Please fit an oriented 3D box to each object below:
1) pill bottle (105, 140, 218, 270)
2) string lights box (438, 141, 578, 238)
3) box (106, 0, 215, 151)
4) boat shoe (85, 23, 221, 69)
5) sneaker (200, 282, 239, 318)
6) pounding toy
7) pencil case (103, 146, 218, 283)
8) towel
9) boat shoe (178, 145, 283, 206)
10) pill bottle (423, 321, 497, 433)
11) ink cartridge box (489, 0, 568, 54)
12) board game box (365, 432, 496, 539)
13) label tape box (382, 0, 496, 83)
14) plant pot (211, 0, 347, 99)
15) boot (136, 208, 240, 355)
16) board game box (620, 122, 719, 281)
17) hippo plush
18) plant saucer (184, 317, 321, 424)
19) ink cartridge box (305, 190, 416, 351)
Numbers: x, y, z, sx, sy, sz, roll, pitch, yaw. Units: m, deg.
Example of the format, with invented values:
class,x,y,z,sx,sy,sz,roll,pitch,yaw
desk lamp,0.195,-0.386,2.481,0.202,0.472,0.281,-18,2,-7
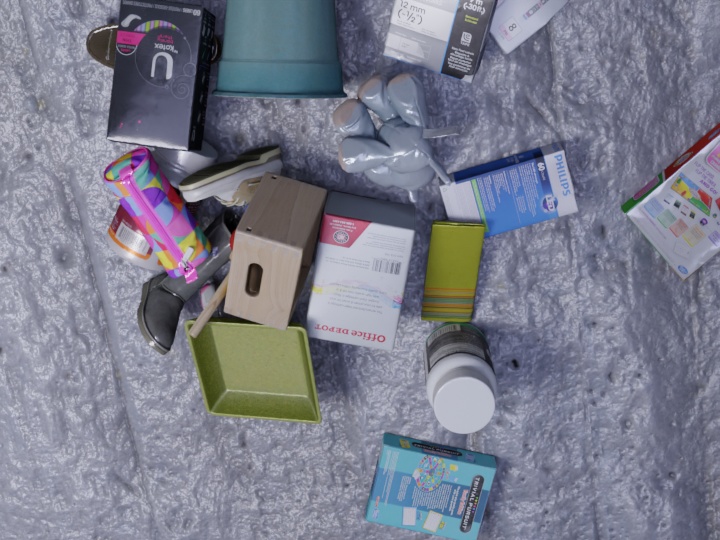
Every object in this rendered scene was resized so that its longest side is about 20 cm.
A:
class,x,y,z,sx,sy,sz,roll,pitch,yaw
pill bottle,-0.306,-0.113,1.634,0.113,0.114,0.201,28,107,-7
string lights box,0.229,-0.119,1.641,0.197,0.059,0.104,-15,108,7
box,-0.282,-0.276,1.499,0.120,0.106,0.203,7,96,1
boat shoe,-0.308,-0.329,1.582,0.197,0.068,0.073,5,98,-1
sneaker,-0.182,0.090,1.722,0.088,0.082,0.201,-35,112,11
pounding toy,-0.152,-0.011,1.567,0.140,0.185,0.202,17,129,2
pencil case,-0.292,-0.081,1.537,0.088,0.089,0.201,-25,120,10
towel,0.145,0.004,1.672,0.085,0.018,0.202,2,131,-2
boat shoe,-0.187,-0.131,1.589,0.074,0.199,0.069,6,113,41
pill bottle,0.157,0.169,1.666,0.111,0.200,0.115,1,110,1
ink cartridge box,0.242,-0.444,1.537,0.199,0.057,0.163,-36,103,18
board game box,0.120,0.377,1.819,0.197,0.047,0.153,12,109,-2
label tape box,0.123,-0.388,1.512,0.142,0.066,0.202,19,127,8
plant pot,-0.114,-0.350,1.516,0.197,0.200,0.199,2,101,1
boot,-0.259,0.016,1.653,0.199,0.183,0.073,-33,131,15
board game box,0.532,-0.105,1.643,0.200,0.040,0.153,-41,103,14
hippo plush,0.065,-0.197,1.579,0.197,0.161,0.162,10,81,15
plant saucer,-0.161,0.147,1.660,0.197,0.048,0.202,3,127,13
ink cartridge box,0.000,0.000,1.644,0.143,0.145,0.203,10,108,-1
